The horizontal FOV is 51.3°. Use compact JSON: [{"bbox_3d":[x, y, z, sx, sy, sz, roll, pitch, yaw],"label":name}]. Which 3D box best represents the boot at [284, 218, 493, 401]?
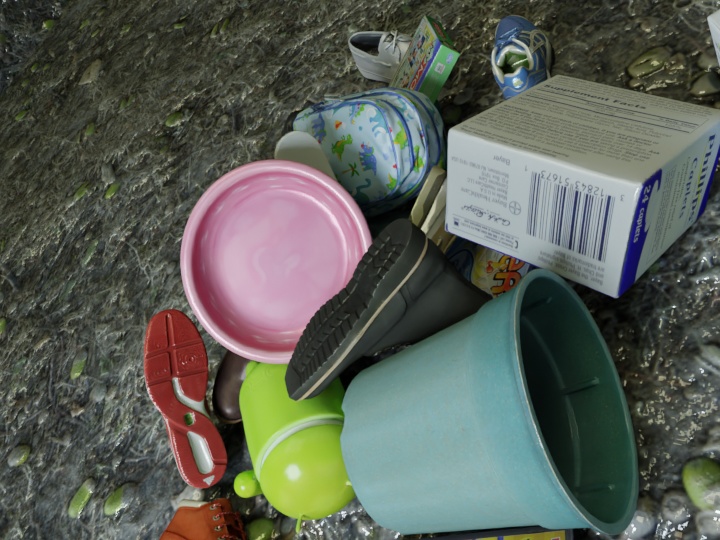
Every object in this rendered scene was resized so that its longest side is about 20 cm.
[{"bbox_3d":[0.031,0.069,0.728,0.201,0.137,0.078,-49,30,13],"label":"boot"}]

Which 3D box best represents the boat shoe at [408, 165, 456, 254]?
[{"bbox_3d":[0.064,-0.004,0.784,0.075,0.067,0.204,8,-74,-88],"label":"boat shoe"}]

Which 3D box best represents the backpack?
[{"bbox_3d":[0.005,-0.135,0.881,0.195,0.153,0.168,-9,92,21],"label":"backpack"}]

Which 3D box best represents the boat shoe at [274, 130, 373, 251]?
[{"bbox_3d":[-0.034,-0.057,0.825,0.069,0.204,0.064,-22,5,-1],"label":"boat shoe"}]

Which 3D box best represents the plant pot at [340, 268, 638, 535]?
[{"bbox_3d":[0.098,0.127,0.629,0.193,0.199,0.204,-23,44,34],"label":"plant pot"}]

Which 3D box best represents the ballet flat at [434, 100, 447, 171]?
[{"bbox_3d":[0.083,-0.165,0.983,0.068,0.070,0.203,-27,39,19],"label":"ballet flat"}]

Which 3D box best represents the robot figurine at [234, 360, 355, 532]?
[{"bbox_3d":[-0.061,0.165,0.776,0.174,0.116,0.201,-37,41,7],"label":"robot figurine"}]

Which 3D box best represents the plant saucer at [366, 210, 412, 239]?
[{"bbox_3d":[0.000,0.000,0.895,0.199,0.039,0.203,-35,32,26],"label":"plant saucer"}]

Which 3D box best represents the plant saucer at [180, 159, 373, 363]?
[{"bbox_3d":[-0.083,-0.010,0.770,0.200,0.201,0.051,-40,5,4],"label":"plant saucer"}]

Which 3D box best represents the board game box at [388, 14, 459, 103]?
[{"bbox_3d":[0.057,-0.214,0.972,0.202,0.029,0.136,-61,19,27],"label":"board game box"}]

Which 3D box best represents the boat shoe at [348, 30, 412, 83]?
[{"bbox_3d":[0.052,-0.329,1.132,0.072,0.069,0.199,-49,40,-6],"label":"boat shoe"}]

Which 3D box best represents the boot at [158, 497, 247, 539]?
[{"bbox_3d":[-0.144,0.290,0.781,0.197,0.075,0.109,-7,48,38],"label":"boot"}]

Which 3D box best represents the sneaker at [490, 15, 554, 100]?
[{"bbox_3d":[0.203,-0.272,0.950,0.075,0.077,0.203,-26,42,22],"label":"sneaker"}]

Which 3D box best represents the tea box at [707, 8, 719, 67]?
[{"bbox_3d":[0.382,-0.104,0.560,0.132,0.200,0.200,-28,44,17],"label":"tea box"}]

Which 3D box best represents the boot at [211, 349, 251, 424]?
[{"bbox_3d":[-0.114,0.067,0.873,0.071,0.167,0.203,26,62,3],"label":"boot"}]

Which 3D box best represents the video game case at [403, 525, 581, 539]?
[{"bbox_3d":[0.092,0.312,0.594,0.178,0.026,0.204,-18,46,30],"label":"video game case"}]

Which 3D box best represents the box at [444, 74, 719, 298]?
[{"bbox_3d":[0.204,-0.089,0.685,0.182,0.107,0.198,25,41,36],"label":"box"}]

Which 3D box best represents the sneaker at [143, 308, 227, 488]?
[{"bbox_3d":[-0.218,0.153,0.887,0.115,0.077,0.205,-24,76,64],"label":"sneaker"}]

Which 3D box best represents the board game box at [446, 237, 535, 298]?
[{"bbox_3d":[0.137,-0.005,0.813,0.133,0.034,0.203,4,60,42],"label":"board game box"}]
